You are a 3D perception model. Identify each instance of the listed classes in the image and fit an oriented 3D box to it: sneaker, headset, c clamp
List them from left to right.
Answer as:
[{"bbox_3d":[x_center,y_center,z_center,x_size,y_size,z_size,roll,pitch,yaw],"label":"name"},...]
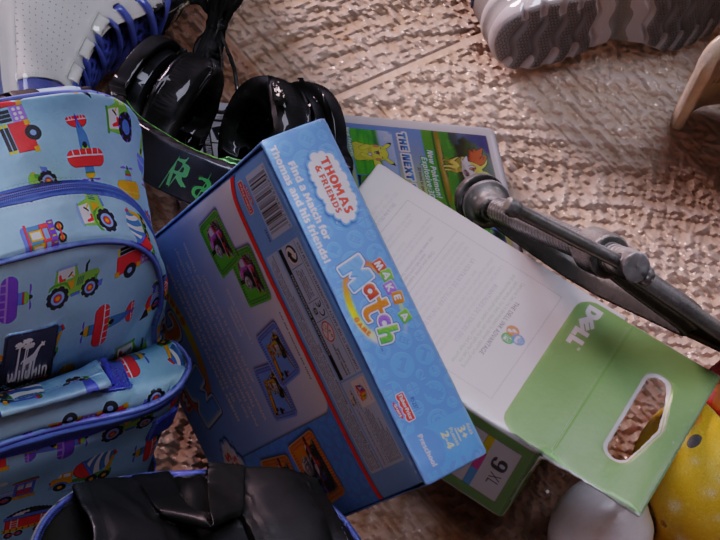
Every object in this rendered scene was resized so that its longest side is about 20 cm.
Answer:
[{"bbox_3d":[-0.143,-0.124,1.252,0.115,0.081,0.200,5,49,-16],"label":"sneaker"},{"bbox_3d":[-0.064,-0.084,1.191,0.123,0.094,0.200,17,17,-14],"label":"headset"},{"bbox_3d":[0.106,-0.011,1.188,0.170,0.200,0.027,30,89,-20],"label":"c clamp"},{"bbox_3d":[0.147,-0.176,1.416,0.199,0.075,0.082,-10,53,-31],"label":"sneaker"}]

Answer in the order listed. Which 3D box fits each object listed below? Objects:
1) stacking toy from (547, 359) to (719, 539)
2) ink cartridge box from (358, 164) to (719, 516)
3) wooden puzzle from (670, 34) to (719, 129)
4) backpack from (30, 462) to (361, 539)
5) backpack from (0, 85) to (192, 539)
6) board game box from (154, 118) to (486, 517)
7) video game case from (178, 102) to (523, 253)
[{"bbox_3d":[0.183,0.099,1.190,0.199,0.146,0.146,-22,62,-16],"label":"stacking toy"},{"bbox_3d":[0.060,0.046,1.177,0.200,0.059,0.104,32,48,8],"label":"ink cartridge box"},{"bbox_3d":[0.272,-0.106,1.316,0.199,0.185,0.047,-12,83,1],"label":"wooden puzzle"},{"bbox_3d":[-0.064,0.179,0.990,0.199,0.154,0.191,5,59,-26],"label":"backpack"},{"bbox_3d":[-0.160,0.021,1.046,0.182,0.200,0.135,-12,58,-30],"label":"backpack"},{"bbox_3d":[-0.032,0.036,1.057,0.036,0.200,0.152,-24,86,-28],"label":"board game box"},{"bbox_3d":[0.000,0.000,1.249,0.181,0.022,0.201,4,51,-19],"label":"video game case"}]
